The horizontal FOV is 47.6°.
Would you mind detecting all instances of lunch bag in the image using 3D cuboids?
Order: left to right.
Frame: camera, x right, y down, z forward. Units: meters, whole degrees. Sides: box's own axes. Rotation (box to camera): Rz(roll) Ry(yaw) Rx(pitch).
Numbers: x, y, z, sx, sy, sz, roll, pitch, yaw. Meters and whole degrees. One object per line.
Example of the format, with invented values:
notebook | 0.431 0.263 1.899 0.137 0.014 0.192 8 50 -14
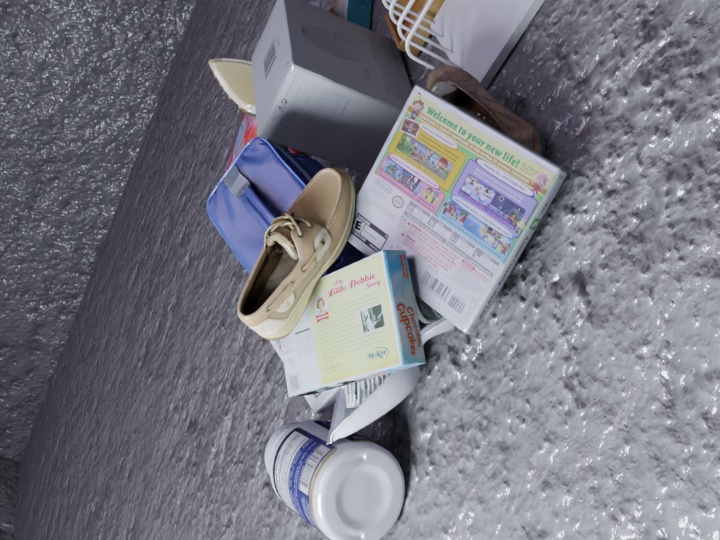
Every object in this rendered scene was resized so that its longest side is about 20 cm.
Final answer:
lunch bag | -0.089 -0.056 1.000 0.137 0.131 0.200 -53 57 17

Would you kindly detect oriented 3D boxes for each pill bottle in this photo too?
pill bottle | -0.041 0.237 0.953 0.199 0.110 0.113 5 78 63

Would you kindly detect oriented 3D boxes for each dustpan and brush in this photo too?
dustpan and brush | 0.041 0.102 0.914 0.198 0.058 0.140 -27 14 12

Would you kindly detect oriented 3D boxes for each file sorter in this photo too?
file sorter | 0.109 -0.339 1.003 0.140 0.123 0.201 -55 31 29

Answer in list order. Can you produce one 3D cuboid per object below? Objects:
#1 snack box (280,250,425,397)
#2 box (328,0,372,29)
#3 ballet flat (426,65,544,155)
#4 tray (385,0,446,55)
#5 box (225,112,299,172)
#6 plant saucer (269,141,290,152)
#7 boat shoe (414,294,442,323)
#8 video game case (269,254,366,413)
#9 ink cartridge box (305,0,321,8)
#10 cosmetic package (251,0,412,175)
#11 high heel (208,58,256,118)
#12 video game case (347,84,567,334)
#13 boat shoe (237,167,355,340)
snack box | -0.018 0.062 0.880 0.199 0.037 0.118 -23 73 47
box | -0.025 -0.366 1.356 0.082 0.048 0.203 -34 45 52
ballet flat | 0.114 -0.168 0.885 0.200 0.066 0.069 43 138 43
tray | 0.108 -0.413 1.147 0.201 0.037 0.099 -54 31 30
box | -0.170 -0.218 1.462 0.096 0.098 0.201 -103 31 -45
plant saucer | -0.120 -0.124 1.243 0.201 0.038 0.205 172 90 -80
boat shoe | 0.103 -0.041 0.888 0.061 0.073 0.203 1 69 39
video game case | -0.038 0.046 1.043 0.200 0.023 0.183 -49 59 20
ink cartridge box | -0.077 -0.355 1.378 0.163 0.049 0.203 -102 3 -70
cosmetic package | -0.040 -0.260 1.155 0.124 0.197 0.201 -55 31 36
high heel | -0.147 -0.258 1.281 0.072 0.198 0.143 -58 -1 -4
video game case | 0.086 -0.067 0.836 0.199 0.022 0.184 38 106 34
boat shoe | -0.066 -0.027 0.864 0.070 0.065 0.203 15 74 30
